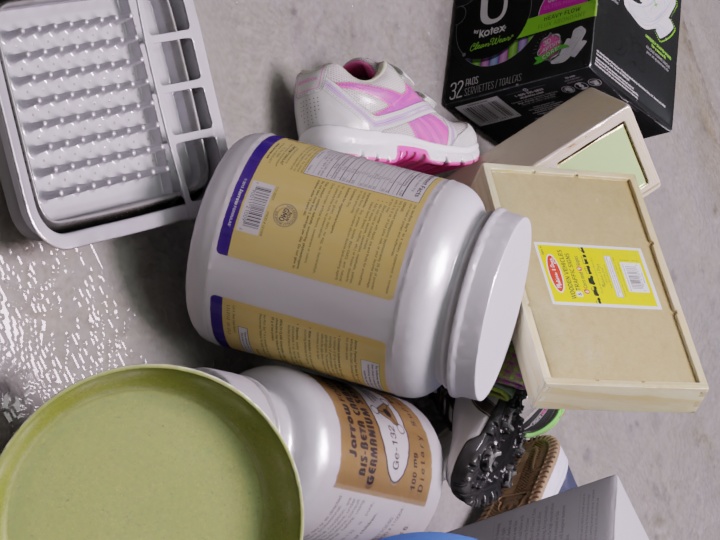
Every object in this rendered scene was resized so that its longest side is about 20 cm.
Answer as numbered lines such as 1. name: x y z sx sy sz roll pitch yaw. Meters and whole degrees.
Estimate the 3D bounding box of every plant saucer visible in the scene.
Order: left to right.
1. plant saucer: -0.132 0.152 1.349 0.198 0.031 0.202 -3 99 -18

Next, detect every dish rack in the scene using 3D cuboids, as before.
1. dish rack: -0.170 -0.106 1.433 0.199 0.043 0.173 -18 96 -54

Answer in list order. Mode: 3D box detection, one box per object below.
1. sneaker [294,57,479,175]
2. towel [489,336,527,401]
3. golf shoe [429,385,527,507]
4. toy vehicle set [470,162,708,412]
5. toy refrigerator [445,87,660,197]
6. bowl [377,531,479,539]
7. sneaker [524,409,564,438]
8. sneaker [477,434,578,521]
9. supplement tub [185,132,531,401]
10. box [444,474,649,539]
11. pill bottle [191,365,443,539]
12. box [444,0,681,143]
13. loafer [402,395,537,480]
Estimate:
1. sneaker: 0.021 -0.113 1.662 0.199 0.081 0.089 3 76 -58
2. towel: 0.037 0.015 1.578 0.023 0.198 0.144 93 16 -46
3. golf shoe: 0.076 0.090 1.594 0.201 0.094 0.078 -64 159 -51
4. toy vehicle set: 0.157 0.010 1.562 0.123 0.027 0.201 4 48 -19
5. toy refrigerator: 0.123 -0.050 1.698 0.199 0.070 0.076 -32 117 -13
6. bowl: 0.049 0.262 1.510 0.202 0.199 0.039 61 18 -22
7. sneaker: 0.116 0.032 1.757 0.084 0.076 0.202 -9 87 -58
8. sneaker: 0.130 0.230 1.728 0.109 0.070 0.200 60 39 -24
9. supplement tub: 0.000 0.000 1.473 0.145 0.198 0.147 15 90 -77
10. box: 0.112 0.246 1.573 0.125 0.199 0.098 61 20 -21
11. pill bottle: -0.045 0.124 1.481 0.199 0.114 0.116 18 67 -50
12. box: 0.168 -0.211 1.829 0.124 0.148 0.202 32 57 -43
13. loafer: 0.082 0.105 1.674 0.199 0.070 0.070 -28 144 -32
